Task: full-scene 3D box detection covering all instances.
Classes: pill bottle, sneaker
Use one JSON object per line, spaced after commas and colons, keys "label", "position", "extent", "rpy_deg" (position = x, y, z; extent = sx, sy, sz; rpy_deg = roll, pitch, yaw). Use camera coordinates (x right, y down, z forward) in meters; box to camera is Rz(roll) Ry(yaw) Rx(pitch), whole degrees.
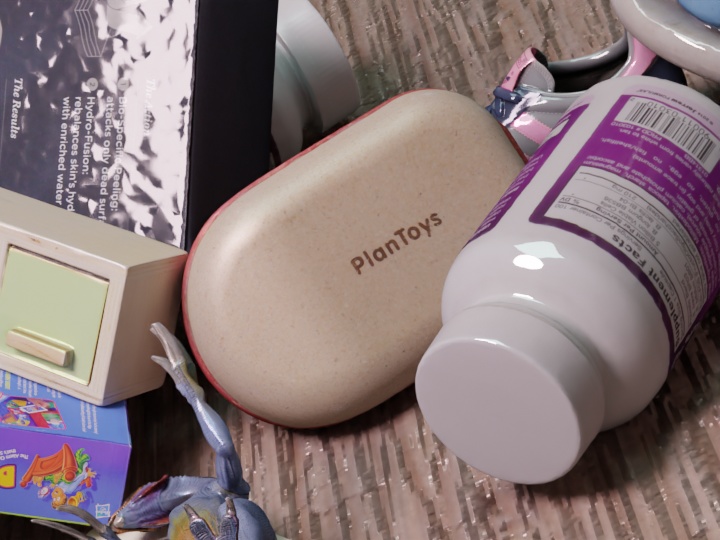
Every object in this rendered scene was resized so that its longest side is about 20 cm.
{"label": "pill bottle", "position": [-0.106, -0.091, 1.394], "extent": [0.199, 0.110, 0.110], "rpy_deg": [-33, 27, -12]}
{"label": "pill bottle", "position": [0.106, 0.005, 1.025], "extent": [0.112, 0.113, 0.200], "rpy_deg": [-4, 34, 38]}
{"label": "sneaker", "position": [0.085, -0.082, 1.233], "extent": [0.199, 0.082, 0.070], "rpy_deg": [-23, 26, 7]}

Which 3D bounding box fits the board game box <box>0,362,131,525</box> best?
{"label": "board game box", "position": [-0.192, 0.068, 1.142], "extent": [0.134, 0.045, 0.200], "rpy_deg": [10, 14, -10]}

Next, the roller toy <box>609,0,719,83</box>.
{"label": "roller toy", "position": [0.227, -0.177, 1.169], "extent": [0.181, 0.140, 0.200], "rpy_deg": [7, 31, -6]}

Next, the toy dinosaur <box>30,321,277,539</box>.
{"label": "toy dinosaur", "position": [-0.074, 0.132, 0.970], "extent": [0.105, 0.200, 0.181], "rpy_deg": [-37, -10, 6]}

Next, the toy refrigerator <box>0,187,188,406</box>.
{"label": "toy refrigerator", "position": [-0.196, 0.001, 1.150], "extent": [0.199, 0.076, 0.070], "rpy_deg": [19, 15, 22]}

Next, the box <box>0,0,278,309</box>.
{"label": "box", "position": [-0.161, -0.079, 1.256], "extent": [0.199, 0.198, 0.117], "rpy_deg": [2, -5, 20]}

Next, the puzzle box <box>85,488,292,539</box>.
{"label": "puzzle box", "position": [-0.089, 0.167, 1.002], "extent": [0.133, 0.026, 0.199], "rpy_deg": [-41, 30, -27]}

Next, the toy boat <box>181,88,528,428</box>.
{"label": "toy boat", "position": [0.000, 0.000, 1.152], "extent": [0.199, 0.131, 0.131], "rpy_deg": [-31, -4, -12]}
